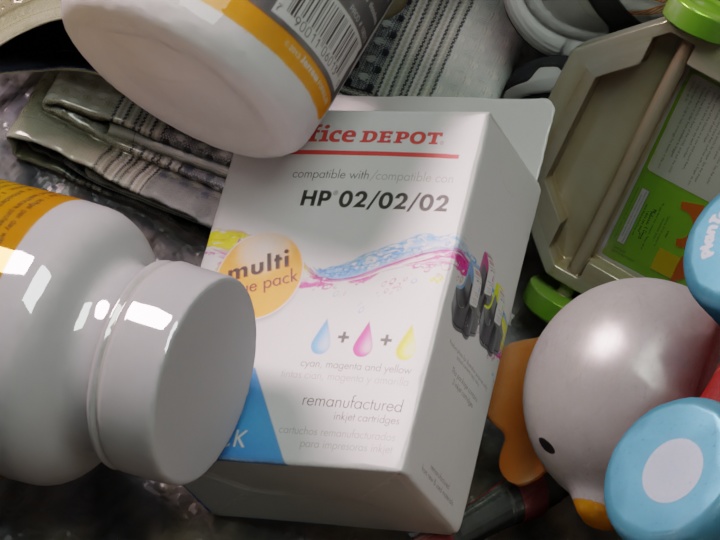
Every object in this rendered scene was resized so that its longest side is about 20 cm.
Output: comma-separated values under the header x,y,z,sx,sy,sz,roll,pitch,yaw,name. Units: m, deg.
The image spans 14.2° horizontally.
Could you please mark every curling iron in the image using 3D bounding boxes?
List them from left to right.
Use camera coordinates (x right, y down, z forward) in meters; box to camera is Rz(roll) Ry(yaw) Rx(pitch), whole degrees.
x,y,z,sx,sy,sz,roll,pitch,yaw,name
0.066,0.095,1.198,0.200,0.050,0.026,-33,69,-34,curling iron

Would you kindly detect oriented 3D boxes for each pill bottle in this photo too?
x,y,z,sx,sy,sz,roll,pitch,yaw,name
-0.147,0.020,1.126,0.200,0.111,0.111,14,52,23,pill bottle
-0.026,-0.155,1.172,0.116,0.116,0.200,27,72,8,pill bottle

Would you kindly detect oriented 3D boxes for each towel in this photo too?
x,y,z,sx,sy,sz,roll,pitch,yaw,name
-0.034,-0.091,1.305,0.192,0.035,0.200,24,56,4,towel

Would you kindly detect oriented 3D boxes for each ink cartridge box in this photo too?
x,y,z,sx,sy,sz,roll,pitch,yaw,name
0.000,0.000,1.180,0.115,0.068,0.200,2,63,26,ink cartridge box

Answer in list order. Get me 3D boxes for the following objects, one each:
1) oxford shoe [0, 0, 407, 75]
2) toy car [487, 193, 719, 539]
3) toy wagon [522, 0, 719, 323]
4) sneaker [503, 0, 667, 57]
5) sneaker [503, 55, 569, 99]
x,y,z,sx,sy,sz,roll,pitch,yaw,name
-0.073,-0.111,1.263,0.200,0.071,0.074,-3,59,1,oxford shoe
0.123,0.069,1.125,0.200,0.184,0.177,3,64,42,toy car
0.164,-0.019,1.226,0.200,0.155,0.040,29,22,10,toy wagon
0.167,-0.136,1.297,0.200,0.080,0.074,-7,61,-23,sneaker
0.147,-0.030,1.274,0.200,0.072,0.083,23,84,13,sneaker
